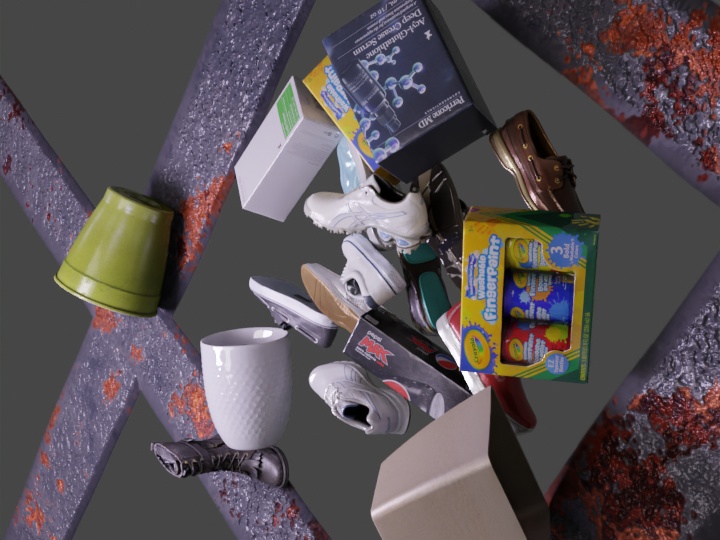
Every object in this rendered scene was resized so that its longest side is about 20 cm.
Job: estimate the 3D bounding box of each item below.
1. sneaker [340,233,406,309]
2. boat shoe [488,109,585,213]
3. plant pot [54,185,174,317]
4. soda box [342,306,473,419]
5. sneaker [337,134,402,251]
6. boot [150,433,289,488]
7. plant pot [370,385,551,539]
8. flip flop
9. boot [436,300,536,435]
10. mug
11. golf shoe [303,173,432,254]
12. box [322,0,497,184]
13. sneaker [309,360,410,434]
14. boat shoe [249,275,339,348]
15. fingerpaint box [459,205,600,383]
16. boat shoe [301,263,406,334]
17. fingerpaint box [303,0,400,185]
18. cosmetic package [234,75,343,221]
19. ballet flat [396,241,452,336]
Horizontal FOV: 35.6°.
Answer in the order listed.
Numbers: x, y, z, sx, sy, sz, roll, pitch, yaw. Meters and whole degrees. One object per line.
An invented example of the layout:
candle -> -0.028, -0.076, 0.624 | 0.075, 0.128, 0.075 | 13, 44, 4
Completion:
sneaker -> 0.000, 0.000, 1.640 | 0.073, 0.071, 0.200 | 54, 175, -21
boat shoe -> 0.242, -0.120, 1.444 | 0.068, 0.072, 0.201 | -43, 65, 31
plant pot -> -0.432, -0.043, 2.055 | 0.199, 0.199, 0.195 | 29, 99, 40
soda box -> 0.077, 0.136, 1.580 | 0.199, 0.063, 0.071 | 34, 117, 16
sneaker -> 0.012, -0.117, 1.684 | 0.082, 0.073, 0.203 | -33, 63, 55
boot -> -0.235, 0.323, 1.865 | 0.199, 0.173, 0.070 | 18, 104, 43
plant pot -> 0.123, 0.300, 1.410 | 0.175, 0.200, 0.202 | -23, 105, 15
flip flop -> 0.134, -0.058, 1.572 | 0.081, 0.057, 0.202 | -33, 84, 35
boot -> 0.205, 0.106, 1.498 | 0.144, 0.072, 0.201 | -40, 70, 25
mug -> -0.188, 0.191, 1.852 | 0.200, 0.146, 0.178 | -156, 61, -73
golf shoe -> 0.009, -0.097, 1.563 | 0.198, 0.078, 0.098 | 14, 126, 26
box -> 0.063, -0.244, 1.466 | 0.147, 0.107, 0.202 | -30, 69, 16
sneaker -> -0.015, 0.191, 1.703 | 0.199, 0.086, 0.076 | 21, 108, 44
boat shoe -> -0.111, 0.068, 1.812 | 0.199, 0.070, 0.067 | 25, 107, 34
fingerpaint box -> 0.210, 0.030, 1.403 | 0.164, 0.073, 0.203 | 5, 110, 13
boat shoe -> -0.010, 0.047, 1.709 | 0.200, 0.069, 0.071 | 41, 151, 27
fingerpaint box -> 0.039, -0.253, 1.592 | 0.167, 0.073, 0.201 | -43, 61, 13
cosmetic package -> -0.113, -0.189, 1.770 | 0.201, 0.084, 0.108 | -52, 38, 31
ballet flat -> 0.083, -0.001, 1.615 | 0.072, 0.071, 0.203 | -20, 77, 43
